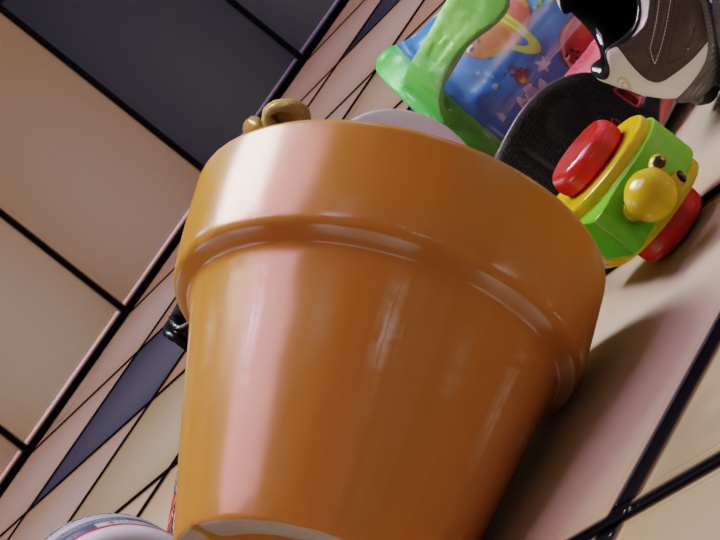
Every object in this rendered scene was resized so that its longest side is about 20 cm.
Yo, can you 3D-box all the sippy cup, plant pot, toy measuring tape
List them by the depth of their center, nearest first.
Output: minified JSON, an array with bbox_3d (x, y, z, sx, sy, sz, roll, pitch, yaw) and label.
[{"bbox_3d":[-0.002,0.062,1.307,0.200,0.199,0.184,-40,29,56],"label":"plant pot"},{"bbox_3d":[0.121,-0.038,1.412,0.074,0.073,0.200,-53,8,-10],"label":"toy measuring tape"},{"bbox_3d":[0.100,-0.125,1.673,0.130,0.139,0.178,-49,9,7],"label":"sippy cup"}]

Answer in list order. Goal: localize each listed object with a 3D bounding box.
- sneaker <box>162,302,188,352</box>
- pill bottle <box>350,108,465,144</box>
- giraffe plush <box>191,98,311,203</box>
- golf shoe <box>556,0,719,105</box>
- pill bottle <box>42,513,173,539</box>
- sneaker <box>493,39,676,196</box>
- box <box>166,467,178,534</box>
[{"bbox_3d":[-0.049,0.071,1.488,0.076,0.115,0.201,-46,42,22],"label":"sneaker"},{"bbox_3d":[0.000,0.000,1.658,0.114,0.114,0.200,-57,-2,-33],"label":"pill bottle"},{"bbox_3d":[-0.028,-0.026,1.879,0.173,0.162,0.200,-51,8,12],"label":"giraffe plush"},{"bbox_3d":[0.141,-0.182,1.506,0.078,0.094,0.201,125,136,-54],"label":"golf shoe"},{"bbox_3d":[-0.147,0.206,1.694,0.120,0.119,0.200,-53,7,-8],"label":"pill bottle"},{"bbox_3d":[0.146,-0.093,1.589,0.200,0.074,0.087,-49,-6,-8],"label":"sneaker"},{"bbox_3d":[-0.084,0.114,1.839,0.200,0.040,0.138,168,112,-79],"label":"box"}]
